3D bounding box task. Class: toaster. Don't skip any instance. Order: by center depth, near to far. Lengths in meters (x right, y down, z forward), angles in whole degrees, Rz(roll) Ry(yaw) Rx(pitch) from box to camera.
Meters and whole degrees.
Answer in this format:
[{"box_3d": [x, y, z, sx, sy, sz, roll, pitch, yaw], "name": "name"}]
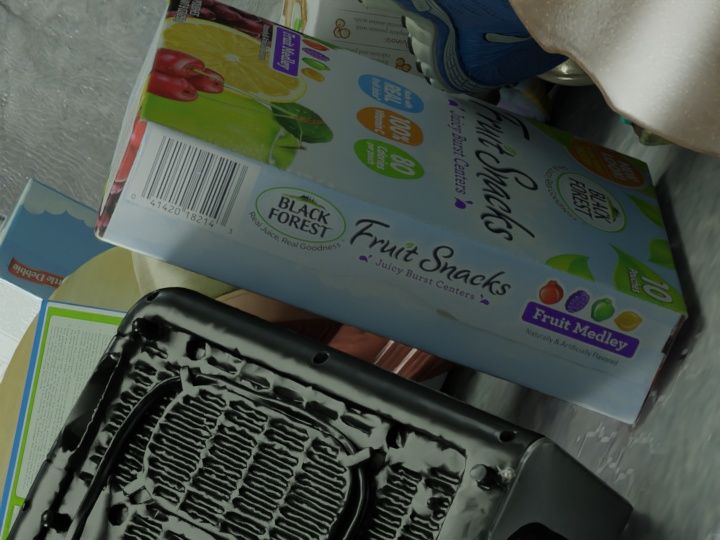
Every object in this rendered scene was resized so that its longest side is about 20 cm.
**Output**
[{"box_3d": [-0.031, 0.118, 0.777, 0.199, 0.119, 0.181, 20, 81, 35], "name": "toaster"}]

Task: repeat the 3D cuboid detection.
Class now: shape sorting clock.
[{"box_3d": [-0.096, 0.087, 0.968, 0.200, 0.039, 0.201, -20, 64, 47], "name": "shape sorting clock"}]

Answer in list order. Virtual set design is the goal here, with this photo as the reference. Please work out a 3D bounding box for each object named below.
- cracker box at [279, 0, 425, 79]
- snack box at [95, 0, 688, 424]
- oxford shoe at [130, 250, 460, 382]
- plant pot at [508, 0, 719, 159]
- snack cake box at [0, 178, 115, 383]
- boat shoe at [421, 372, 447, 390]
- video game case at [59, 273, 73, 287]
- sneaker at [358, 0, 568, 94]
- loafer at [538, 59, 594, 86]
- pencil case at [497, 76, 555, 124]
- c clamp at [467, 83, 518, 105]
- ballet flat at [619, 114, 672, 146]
[{"box_3d": [0.000, -0.124, 1.047, 0.134, 0.057, 0.201, -100, 18, -62], "name": "cracker box"}, {"box_3d": [0.012, -0.027, 0.856, 0.142, 0.199, 0.053, -87, 19, -64], "name": "snack box"}, {"box_3d": [0.000, 0.000, 0.918, 0.071, 0.199, 0.074, -48, 59, 35], "name": "oxford shoe"}, {"box_3d": [0.136, -0.145, 0.636, 0.199, 0.199, 0.201, 116, 173, -47], "name": "plant pot"}, {"box_3d": [-0.120, 0.042, 1.307, 0.115, 0.199, 0.067, -47, 19, 55], "name": "snack cake box"}, {"box_3d": [0.008, 0.020, 1.141, 0.069, 0.056, 0.200, -59, 12, 23], "name": "boat shoe"}, {"box_3d": [-0.104, 0.132, 1.100, 0.023, 0.182, 0.201, -9, 52, 49], "name": "video game case"}, {"box_3d": [0.061, -0.105, 0.844, 0.200, 0.089, 0.079, 15, -98, -72], "name": "sneaker"}, {"box_3d": [0.098, -0.179, 1.032, 0.068, 0.075, 0.201, 41, -126, -61], "name": "loafer"}, {"box_3d": [0.091, -0.169, 1.118, 0.201, 0.083, 0.091, -64, -2, -6], "name": "pencil case"}, {"box_3d": [0.011, -0.019, 1.001, 0.200, 0.027, 0.171, -49, -34, -19], "name": "c clamp"}, {"box_3d": [0.125, -0.086, 0.815, 0.071, 0.070, 0.200, -60, 5, 18], "name": "ballet flat"}]
